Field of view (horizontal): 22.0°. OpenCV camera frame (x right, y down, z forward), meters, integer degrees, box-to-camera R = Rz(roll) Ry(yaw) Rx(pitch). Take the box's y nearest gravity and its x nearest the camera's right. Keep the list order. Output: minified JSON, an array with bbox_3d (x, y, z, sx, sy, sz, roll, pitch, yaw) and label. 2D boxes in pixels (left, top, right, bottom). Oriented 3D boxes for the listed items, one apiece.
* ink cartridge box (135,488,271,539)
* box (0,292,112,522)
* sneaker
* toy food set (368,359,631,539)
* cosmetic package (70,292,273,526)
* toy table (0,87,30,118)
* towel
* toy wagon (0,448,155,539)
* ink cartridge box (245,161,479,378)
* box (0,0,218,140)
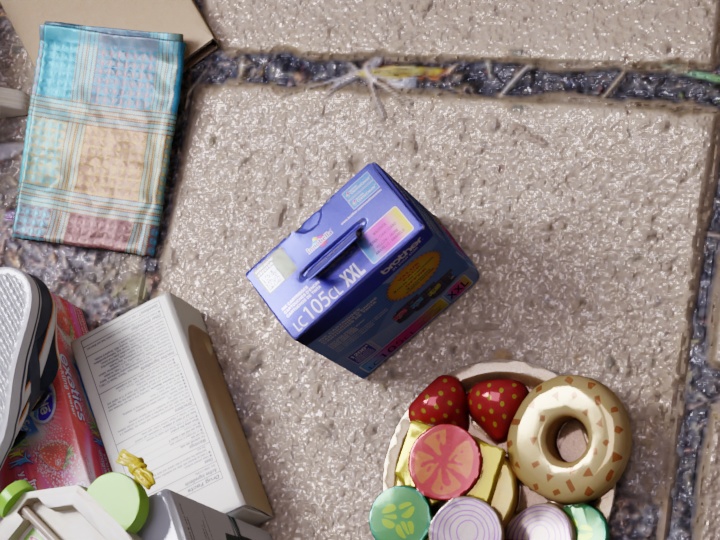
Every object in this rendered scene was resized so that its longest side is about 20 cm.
[{"bbox_3d":[-0.157,0.252,1.453,0.146,0.200,0.083,-26,65,11],"label":"ink cartridge box"},{"bbox_3d":[-0.272,0.125,1.584,0.094,0.103,0.201,-25,67,11],"label":"box"},{"bbox_3d":[-0.293,0.100,1.502,0.078,0.079,0.201,20,87,18],"label":"sneaker"},{"bbox_3d":[0.108,0.167,1.459,0.199,0.049,0.199,15,81,23],"label":"toy food set"},{"bbox_3d":[-0.158,0.133,1.554,0.105,0.071,0.201,-25,68,12],"label":"cosmetic package"},{"bbox_3d":[-0.409,-0.163,1.704,0.183,0.117,0.201,7,79,21],"label":"toy table"},{"bbox_3d":[-0.235,-0.120,1.659,0.146,0.022,0.202,7,87,18],"label":"towel"},{"bbox_3d":[-0.214,0.221,1.352,0.155,0.040,0.200,39,89,27],"label":"toy wagon"},{"bbox_3d":[0.000,0.000,1.461,0.136,0.200,0.076,-41,66,6],"label":"ink cartridge box"},{"bbox_3d":[-0.238,-0.239,1.712,0.163,0.021,0.201,-34,67,9],"label":"box"}]
